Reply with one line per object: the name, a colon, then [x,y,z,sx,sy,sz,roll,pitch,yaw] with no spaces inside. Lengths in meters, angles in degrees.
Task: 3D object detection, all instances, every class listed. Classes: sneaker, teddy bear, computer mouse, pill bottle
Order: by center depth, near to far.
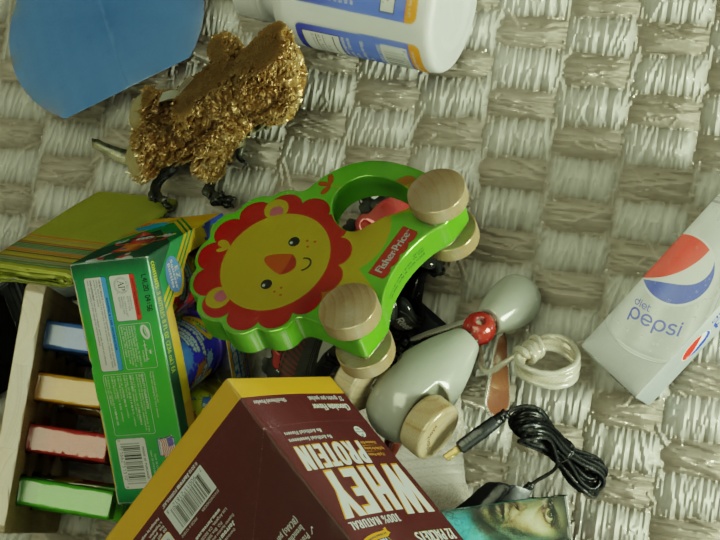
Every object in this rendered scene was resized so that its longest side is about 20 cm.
computer mouse: [0.094,0.193,1.327,0.199,0.140,0.046,-35,39,10]
sneaker: [-0.003,0.038,1.409,0.098,0.071,0.201,40,99,24]
pill bottle: [-0.008,-0.244,1.461,0.199,0.112,0.113,15,85,21]
teddy bear: [-0.127,-0.141,1.476,0.199,0.067,0.146,-34,40,13]

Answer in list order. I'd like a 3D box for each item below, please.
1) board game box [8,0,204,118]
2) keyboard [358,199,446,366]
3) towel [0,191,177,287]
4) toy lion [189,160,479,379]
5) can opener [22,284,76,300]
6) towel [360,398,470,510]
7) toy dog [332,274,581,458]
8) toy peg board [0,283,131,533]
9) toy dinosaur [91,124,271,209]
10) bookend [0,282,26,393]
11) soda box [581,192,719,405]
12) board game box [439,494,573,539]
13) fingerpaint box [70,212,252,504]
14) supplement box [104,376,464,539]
board game box: [-0.234,-0.230,1.581,0.199,0.039,0.159,-25,68,8]
keyboard: [0.000,0.000,1.461,0.200,0.021,0.127,40,95,21]
towel: [-0.240,-0.028,1.469,0.085,0.200,0.018,8,113,19]
toy lion: [-0.031,-0.012,1.341,0.191,0.069,0.200,23,62,32]
can opener: [-0.227,-0.009,1.524,0.198,0.066,0.053,-11,77,22]
towel: [-0.008,0.162,1.392,0.198,0.034,0.134,-4,78,-4]
toy dog: [0.071,0.090,1.363,0.199,0.097,0.132,-17,52,-20]
toy peg board: [-0.234,0.129,1.438,0.097,0.200,0.201,8,82,3]
toy dinosaur: [-0.154,-0.099,1.522,0.198,0.047,0.089,-12,62,18]
bookend: [-0.416,0.081,1.482,0.198,0.200,0.093,-33,71,22]
soda box: [0.269,0.012,1.337,0.063,0.068,0.200,44,97,21]
board game box: [0.105,0.278,1.275,0.134,0.028,0.202,-7,81,0]
fingerpaint box: [-0.155,0.068,1.390,0.073,0.167,0.202,-6,101,18]
supplement box: [-0.056,0.218,1.253,0.200,0.132,0.198,49,113,26]
